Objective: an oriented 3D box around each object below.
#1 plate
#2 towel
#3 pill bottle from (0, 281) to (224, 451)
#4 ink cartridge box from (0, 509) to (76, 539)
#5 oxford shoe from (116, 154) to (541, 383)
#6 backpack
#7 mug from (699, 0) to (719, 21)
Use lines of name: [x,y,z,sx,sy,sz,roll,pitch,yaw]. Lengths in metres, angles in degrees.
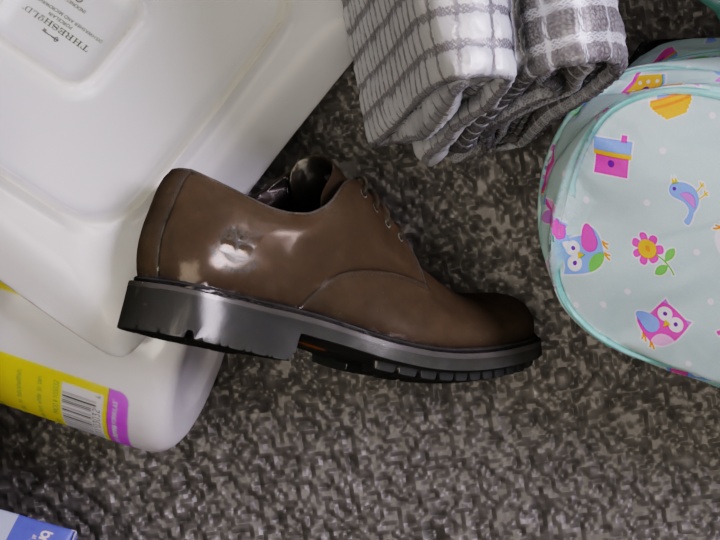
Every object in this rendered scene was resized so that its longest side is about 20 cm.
plate: [-0.119,-0.096,1.105,0.199,0.032,0.200,33,65,7]
towel: [0.040,-0.133,1.037,0.085,0.200,0.167,-10,85,-8]
pill bottle: [-0.155,-0.002,1.145,0.199,0.104,0.105,18,100,8]
ink cartridge box: [-0.189,0.142,1.174,0.199,0.042,0.120,17,136,10]
oxford shoe: [0.000,0.000,1.089,0.072,0.199,0.085,3,82,48]
backpack: [0.170,-0.019,1.071,0.199,0.127,0.168,18,103,11]
mug: [0.170,-0.146,1.036,0.184,0.152,0.115,5,104,-3]
